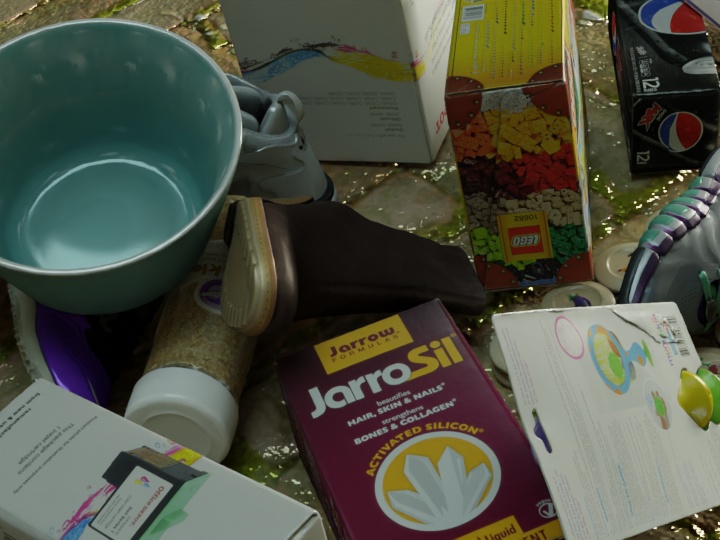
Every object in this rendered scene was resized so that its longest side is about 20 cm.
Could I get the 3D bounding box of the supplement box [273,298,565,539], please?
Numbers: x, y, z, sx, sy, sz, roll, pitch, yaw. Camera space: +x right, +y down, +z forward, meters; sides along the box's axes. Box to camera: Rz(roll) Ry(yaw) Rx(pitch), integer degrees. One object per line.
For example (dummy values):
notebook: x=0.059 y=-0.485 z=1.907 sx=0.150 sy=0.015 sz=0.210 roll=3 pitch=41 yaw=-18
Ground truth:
supplement box: x=0.036 y=0.119 z=0.800 sx=0.109 sy=0.086 sz=0.201 roll=-21 pitch=39 yaw=-8

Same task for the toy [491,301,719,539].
toy: x=0.127 y=0.079 z=0.756 sx=0.047 sy=0.116 sz=0.199 roll=-29 pitch=-16 yaw=38

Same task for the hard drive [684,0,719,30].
hard drive: x=0.322 y=-0.229 z=1.117 sx=0.198 sy=0.026 sz=0.132 roll=-14 pitch=47 yaw=-30

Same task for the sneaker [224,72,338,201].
sneaker: x=-0.120 y=-0.078 z=1.060 sx=0.198 sy=0.116 sz=0.076 roll=-3 pitch=40 yaw=14

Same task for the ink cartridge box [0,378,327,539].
ink cartridge box: x=-0.103 y=0.160 z=0.745 sx=0.199 sy=0.146 sz=0.084 roll=19 pitch=49 yaw=34

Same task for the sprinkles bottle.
sprinkles bottle: x=-0.098 y=0.037 z=0.954 sx=0.067 sy=0.069 sz=0.201 roll=-3 pitch=40 yaw=13

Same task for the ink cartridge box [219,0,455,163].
ink cartridge box: x=-0.008 y=-0.204 z=1.110 sx=0.144 sy=0.201 sz=0.147 roll=3 pitch=41 yaw=22

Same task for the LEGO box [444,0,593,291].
LEGO box: x=0.110 y=-0.107 z=0.988 sx=0.076 sy=0.150 sz=0.201 roll=-6 pitch=36 yaw=12

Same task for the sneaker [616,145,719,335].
sneaker: x=0.224 y=-0.007 z=0.884 sx=0.087 sy=0.075 sz=0.200 roll=18 pitch=48 yaw=27

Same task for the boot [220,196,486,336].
boot: x=0.000 y=0.000 z=0.896 sx=0.165 sy=0.073 sz=0.200 roll=11 pitch=15 yaw=-9

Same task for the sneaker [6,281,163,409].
sneaker: x=-0.178 y=0.035 z=0.979 sx=0.099 sy=0.070 sz=0.201 roll=-18 pitch=40 yaw=-9

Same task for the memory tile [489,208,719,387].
memory tile: x=0.192 y=0.032 z=0.915 sx=0.199 sy=0.017 sz=0.153 roll=-36 pitch=44 yaw=-24

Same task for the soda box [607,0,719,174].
soda box: x=0.223 y=-0.159 z=1.090 sx=0.063 sy=0.071 sz=0.201 roll=-3 pitch=40 yaw=5

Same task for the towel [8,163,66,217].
towel: x=-0.242 y=-0.037 z=1.060 sx=0.200 sy=0.023 sz=0.143 roll=-46 pitch=7 yaw=-35

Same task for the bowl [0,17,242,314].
bowl: x=-0.169 y=-0.051 z=0.934 sx=0.198 sy=0.105 sz=0.202 roll=-1 pitch=55 yaw=1
